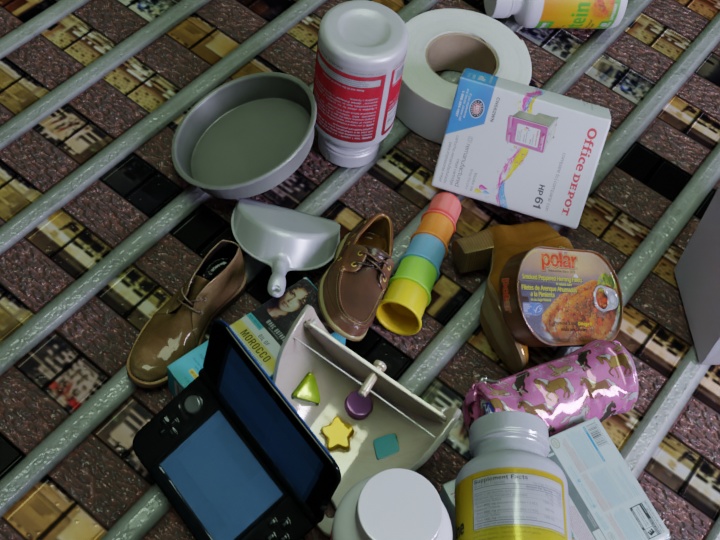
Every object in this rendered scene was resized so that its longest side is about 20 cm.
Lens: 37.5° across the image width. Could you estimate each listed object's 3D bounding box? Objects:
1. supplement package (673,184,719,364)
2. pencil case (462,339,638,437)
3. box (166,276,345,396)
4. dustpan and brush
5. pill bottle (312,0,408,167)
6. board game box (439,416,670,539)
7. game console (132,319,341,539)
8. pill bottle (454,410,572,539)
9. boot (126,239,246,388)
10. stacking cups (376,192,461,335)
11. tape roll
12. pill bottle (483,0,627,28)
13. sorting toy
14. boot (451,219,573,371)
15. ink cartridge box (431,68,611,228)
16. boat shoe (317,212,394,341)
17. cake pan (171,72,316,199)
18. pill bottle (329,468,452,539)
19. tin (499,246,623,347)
[{"bbox_3d":[0.508,0.001,1.252,0.196,0.193,0.149,1,53,-7],"label":"supplement package"},{"bbox_3d":[0.214,0.142,1.181,0.197,0.088,0.083,-16,36,-19],"label":"pencil case"},{"bbox_3d":[-0.113,0.095,1.191,0.199,0.050,0.082,-34,65,-27],"label":"box"},{"bbox_3d":[-0.092,-0.023,1.245,0.137,0.058,0.200,14,15,-6],"label":"dustpan and brush"},{"bbox_3d":[-0.005,-0.230,1.346,0.110,0.202,0.114,4,53,-5],"label":"pill bottle"},{"bbox_3d":[0.197,0.262,1.104,0.197,0.065,0.149,-18,59,-20],"label":"board game box"},{"bbox_3d":[-0.128,0.183,1.039,0.170,0.118,0.200,-41,72,-1],"label":"game console"},{"bbox_3d":[0.144,0.243,1.004,0.110,0.113,0.203,5,54,-3],"label":"pill bottle"},{"bbox_3d":[-0.199,0.043,1.203,0.073,0.076,0.201,29,57,11],"label":"boot"},{"bbox_3d":[0.081,-0.014,1.293,0.060,0.061,0.201,22,52,9],"label":"stacking cups"},{"bbox_3d":[0.137,-0.270,1.474,0.198,0.071,0.205,3,54,-5],"label":"tape roll"},{"bbox_3d":[0.288,-0.417,1.575,0.196,0.112,0.113,-2,54,-8],"label":"pill bottle"},{"bbox_3d":[-0.026,0.174,1.122,0.198,0.107,0.181,34,72,8],"label":"sorting toy"},{"bbox_3d":[0.207,0.020,1.275,0.141,0.071,0.203,-11,54,-16],"label":"boot"},{"bbox_3d":[0.204,-0.156,1.346,0.196,0.147,0.085,16,19,4],"label":"ink cartridge box"},{"bbox_3d":[0.000,0.000,1.224,0.071,0.068,0.201,31,33,-12],"label":"boat shoe"},{"bbox_3d":[-0.143,-0.169,1.346,0.196,0.037,0.203,-11,50,13],"label":"cake pan"},{"bbox_3d":[0.023,0.265,0.993,0.110,0.202,0.114,3,53,-5],"label":"pill bottle"},{"bbox_3d":[0.234,0.032,1.229,0.198,0.041,0.114,4,81,-42],"label":"tin"}]
